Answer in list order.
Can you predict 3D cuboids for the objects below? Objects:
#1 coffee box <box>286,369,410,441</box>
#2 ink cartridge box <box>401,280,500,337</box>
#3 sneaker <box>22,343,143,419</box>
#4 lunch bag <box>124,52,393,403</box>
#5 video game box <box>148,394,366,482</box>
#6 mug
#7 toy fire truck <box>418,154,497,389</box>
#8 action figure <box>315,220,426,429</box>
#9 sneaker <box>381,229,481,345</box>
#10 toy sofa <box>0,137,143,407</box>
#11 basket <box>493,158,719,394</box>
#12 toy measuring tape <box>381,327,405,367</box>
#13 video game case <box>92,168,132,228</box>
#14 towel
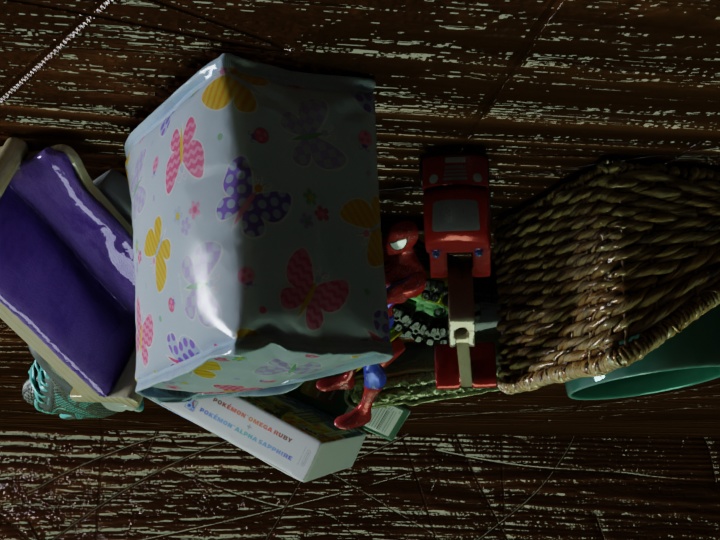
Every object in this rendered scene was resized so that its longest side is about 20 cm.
[{"bbox_3d":[-0.051,0.097,1.219,0.200,0.044,0.123,26,-166,-17],"label":"coffee box"},{"bbox_3d":[0.073,0.033,1.203,0.197,0.047,0.200,7,163,-21],"label":"ink cartridge box"},{"bbox_3d":[-0.260,0.096,1.040,0.091,0.078,0.200,-17,157,2],"label":"sneaker"},{"bbox_3d":[-0.073,-0.014,0.707,0.127,0.170,0.200,5,164,-33],"label":"lunch bag"},{"bbox_3d":[-0.099,0.136,1.128,0.182,0.047,0.200,24,180,12],"label":"video game box"},{"bbox_3d":[0.271,0.050,1.102,0.185,0.115,0.152,1,163,-33],"label":"mug"},{"bbox_3d":[0.073,0.008,0.862,0.049,0.141,0.200,-2,167,6],"label":"toy fire truck"},{"bbox_3d":[-0.012,0.041,0.898,0.099,0.065,0.200,-5,136,-30],"label":"action figure"},{"bbox_3d":[0.000,0.000,0.977,0.200,0.085,0.078,19,119,-14],"label":"sneaker"},{"bbox_3d":[-0.201,0.007,0.809,0.098,0.083,0.200,-3,140,31],"label":"toy sofa"},{"bbox_3d":[0.201,0.017,0.893,0.143,0.149,0.200,4,166,-19],"label":"basket"},{"bbox_3d":[0.015,0.058,1.125,0.073,0.074,0.200,-2,-179,10],"label":"toy measuring tape"},{"bbox_3d":[-0.157,0.018,0.904,0.200,0.024,0.182,41,145,-21],"label":"video game case"},{"bbox_3d":[0.094,0.089,1.146,0.200,0.037,0.148,-12,-172,20],"label":"towel"}]
